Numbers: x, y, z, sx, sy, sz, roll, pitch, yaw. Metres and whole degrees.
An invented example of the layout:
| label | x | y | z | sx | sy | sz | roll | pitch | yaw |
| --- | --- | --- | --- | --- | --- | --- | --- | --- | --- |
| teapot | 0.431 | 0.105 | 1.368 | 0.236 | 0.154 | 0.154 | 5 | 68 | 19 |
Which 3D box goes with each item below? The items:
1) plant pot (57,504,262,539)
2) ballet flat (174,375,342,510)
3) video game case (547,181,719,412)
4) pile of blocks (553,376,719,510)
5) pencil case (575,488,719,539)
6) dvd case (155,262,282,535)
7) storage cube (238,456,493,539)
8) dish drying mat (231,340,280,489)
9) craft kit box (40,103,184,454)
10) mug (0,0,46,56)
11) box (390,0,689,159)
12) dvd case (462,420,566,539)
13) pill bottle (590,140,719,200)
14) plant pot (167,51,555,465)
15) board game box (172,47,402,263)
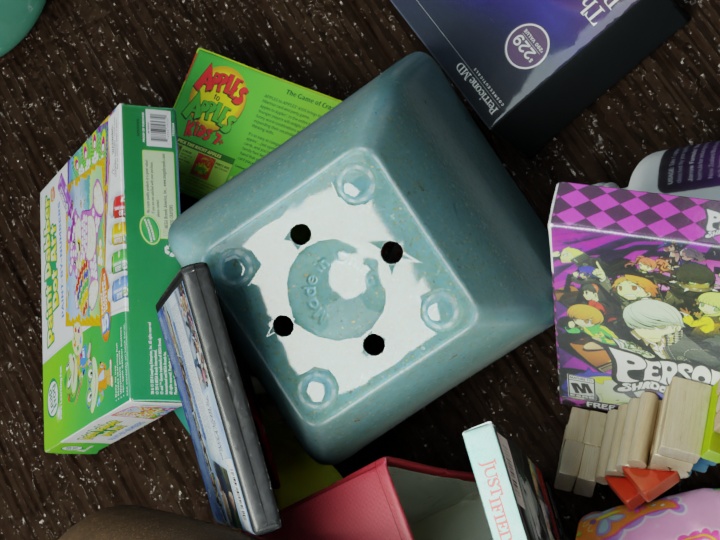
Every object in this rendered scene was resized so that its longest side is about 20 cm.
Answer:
| label | x | y | z | sx | sy | sz | roll | pitch | yaw |
| --- | --- | --- | --- | --- | --- | --- | --- | --- | --- |
| plant pot | -0.081 | 0.208 | 0.846 | 0.200 | 0.187 | 0.187 | 30 | 93 | 43 |
| ballet flat | -0.071 | 0.108 | 1.098 | 0.067 | 0.067 | 0.200 | -23 | 33 | -18 |
| video game case | 0.206 | 0.030 | 0.903 | 0.200 | 0.181 | 0.036 | 8 | 55 | 14 |
| pile of blocks | 0.187 | 0.107 | 0.937 | 0.200 | 0.082 | 0.062 | -27 | 37 | 50 |
| pencil case | 0.223 | 0.162 | 0.939 | 0.200 | 0.087 | 0.088 | -15 | 72 | 22 |
| dvd case | -0.084 | 0.076 | 0.930 | 0.018 | 0.200 | 0.143 | -15 | 86 | -12 |
| storage cube | 0.005 | 0.231 | 0.979 | 0.180 | 0.171 | 0.200 | -29 | 68 | 19 |
| dish drying mat | -0.077 | 0.066 | 1.030 | 0.018 | 0.077 | 0.200 | -16 | 31 | -4 |
| craft kit box | -0.174 | 0.012 | 1.128 | 0.197 | 0.048 | 0.200 | 146 | 124 | -62 |
| mug | -0.313 | -0.251 | 1.278 | 0.152 | 0.114 | 0.185 | 6 | 80 | 28 |
| box | 0.096 | -0.198 | 1.087 | 0.141 | 0.079 | 0.200 | -42 | 64 | 15 |
| dvd case | 0.104 | 0.173 | 0.927 | 0.022 | 0.200 | 0.146 | -18 | 71 | 8 |
| pill bottle | 0.222 | -0.022 | 0.963 | 0.200 | 0.111 | 0.112 | -8 | 75 | 24 |
| plant pot | 0.000 | 0.000 | 0.975 | 0.196 | 0.200 | 0.196 | -34 | 90 | 11 |
| board game box | -0.045 | -0.075 | 1.143 | 0.200 | 0.048 | 0.102 | 23 | 89 | 28 |
